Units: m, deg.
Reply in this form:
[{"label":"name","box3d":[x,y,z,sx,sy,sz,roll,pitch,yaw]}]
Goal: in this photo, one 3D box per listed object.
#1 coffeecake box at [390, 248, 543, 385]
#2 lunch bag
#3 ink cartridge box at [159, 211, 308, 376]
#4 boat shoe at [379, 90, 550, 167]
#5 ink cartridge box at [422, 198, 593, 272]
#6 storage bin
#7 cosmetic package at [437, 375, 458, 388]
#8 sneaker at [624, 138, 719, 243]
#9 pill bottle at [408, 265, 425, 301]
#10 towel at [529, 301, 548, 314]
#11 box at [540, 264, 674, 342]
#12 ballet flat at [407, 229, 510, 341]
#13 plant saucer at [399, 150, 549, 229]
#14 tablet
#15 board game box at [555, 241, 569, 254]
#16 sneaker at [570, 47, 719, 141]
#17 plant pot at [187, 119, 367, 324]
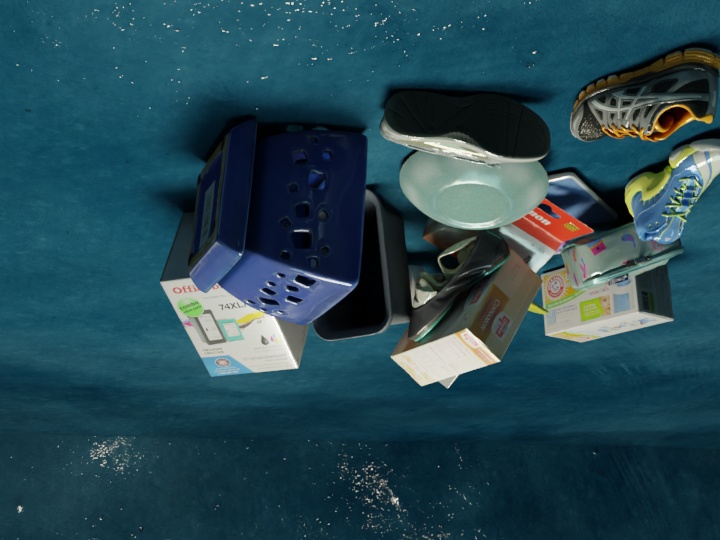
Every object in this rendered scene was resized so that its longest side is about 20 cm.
[{"label":"coffeecake box","box3d":[0.153,0.071,1.666,0.073,0.154,0.199,42,148,-14]},{"label":"lunch bag","box3d":[0.384,-0.026,1.678,0.158,0.078,0.200,-16,177,0]},{"label":"ink cartridge box","box3d":[-0.173,0.027,1.651,0.144,0.147,0.202,-7,132,17]},{"label":"boat shoe","box3d":[0.122,-0.163,1.335,0.198,0.076,0.065,5,168,-8]},{"label":"ink cartridge box","box3d":[0.207,-0.050,1.628,0.161,0.051,0.199,30,156,-22]},{"label":"storage bin","box3d":[0.000,0.000,1.645,0.144,0.204,0.134,-10,170,25]},{"label":"cosmetic package","box3d":[0.152,0.097,1.875,0.091,0.106,0.200,-56,172,30]},{"label":"sneaker","box3d":[0.425,-0.095,1.506,0.075,0.107,0.200,5,162,-20]},{"label":"pill bottle","box3d":[0.004,0.030,1.850,0.197,0.114,0.112,3,162,-14]},{"label":"towel","box3d":[0.234,0.044,1.818,0.085,0.018,0.199,19,178,26]},{"label":"box","box3d":[0.411,0.044,1.927,0.100,0.114,0.199,11,159,-39]},{"label":"ballet flat","box3d":[0.122,0.013,1.617,0.200,0.074,0.073,-44,145,19]},{"label":"plant saucer","box3d":[0.148,-0.100,1.505,0.197,0.039,0.202,5,151,3]},{"label":"tablet","box3d":[0.279,-0.096,1.646,0.128,0.014,0.199,-11,159,29]},{"label":"board game box","box3d":[0.241,-0.032,1.765,0.155,0.040,0.200,0,164,14]},{"label":"sneaker","box3d":[0.314,-0.179,1.284,0.077,0.079,0.199,9,161,-35]},{"label":"plant pot","box3d":[-0.109,-0.062,1.425,0.177,0.203,0.200,11,160,-20]}]
